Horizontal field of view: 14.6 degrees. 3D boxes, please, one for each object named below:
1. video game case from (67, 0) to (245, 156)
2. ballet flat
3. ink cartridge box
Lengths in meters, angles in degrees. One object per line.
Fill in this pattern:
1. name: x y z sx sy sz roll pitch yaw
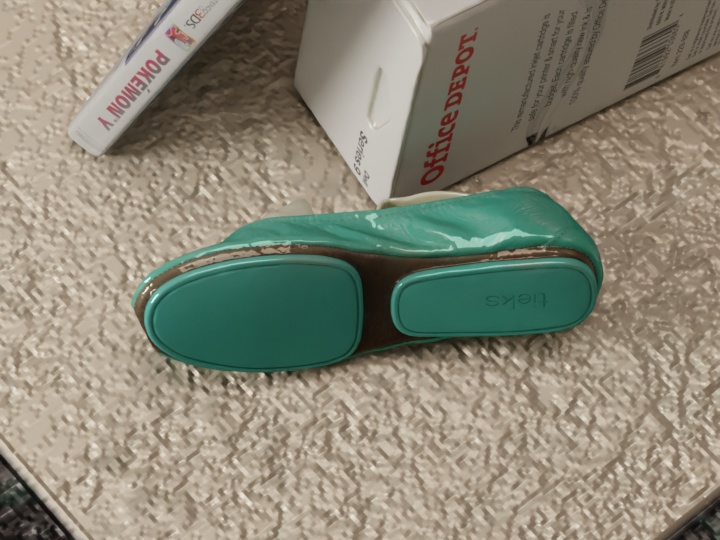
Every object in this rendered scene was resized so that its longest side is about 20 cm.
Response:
1. video game case: -0.037 -0.153 1.191 0.023 0.182 0.200 39 60 -7
2. ballet flat: 0.000 0.000 1.176 0.200 0.067 0.070 -5 35 -10
3. ink cartridge box: 0.079 -0.129 1.207 0.200 0.146 0.084 -27 66 -21
